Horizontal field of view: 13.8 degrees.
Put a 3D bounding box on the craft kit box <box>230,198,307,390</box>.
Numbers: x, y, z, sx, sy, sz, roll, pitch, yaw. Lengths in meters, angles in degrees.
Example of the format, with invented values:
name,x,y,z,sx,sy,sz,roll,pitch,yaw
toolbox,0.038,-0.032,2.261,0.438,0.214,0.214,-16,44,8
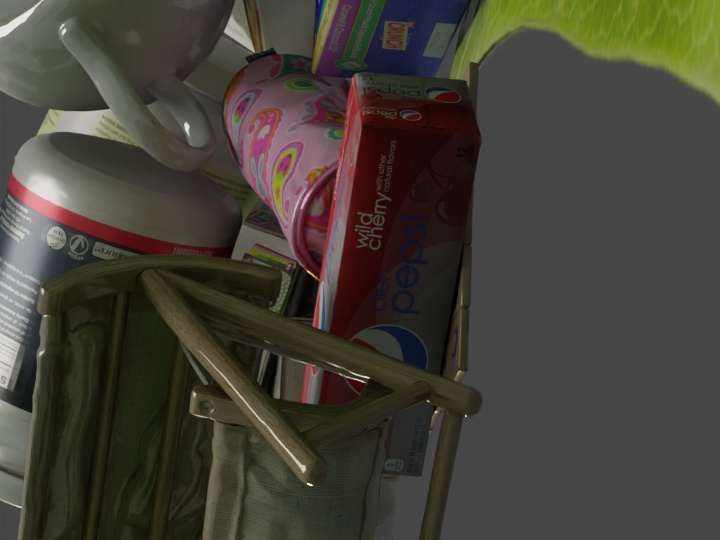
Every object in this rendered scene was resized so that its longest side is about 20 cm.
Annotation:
name,x,y,z,sx,sy,sz,roll,pitch,yaw
craft kit box,-0.071,0.052,1.794,0.200,0.048,0.199,-68,-1,-79

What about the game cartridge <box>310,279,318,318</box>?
name,x,y,z,sx,sy,sz,roll,pitch,yaw
game cartridge,0.000,0.000,1.785,0.201,0.040,0.134,103,173,-45

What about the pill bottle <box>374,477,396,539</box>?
name,x,y,z,sx,sy,sz,roll,pitch,yaw
pill bottle,-0.038,0.207,1.634,0.110,0.109,0.201,-99,16,-62

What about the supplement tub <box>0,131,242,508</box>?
name,x,y,z,sx,sy,sz,roll,pitch,yaw
supplement tub,-0.160,0.032,1.742,0.140,0.139,0.201,-112,40,-74

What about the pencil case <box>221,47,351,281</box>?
name,x,y,z,sx,sy,sz,roll,pitch,yaw
pencil case,-0.020,-0.059,1.643,0.200,0.087,0.088,-123,38,-64

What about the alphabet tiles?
name,x,y,z,sx,sy,sz,roll,pitch,yaw
alphabet tiles,0.039,0.005,1.585,0.200,0.007,0.168,114,160,-69

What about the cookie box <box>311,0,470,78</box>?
name,x,y,z,sx,sy,sz,roll,pitch,yaw
cookie box,0.022,-0.222,1.617,0.171,0.075,0.202,118,156,-74

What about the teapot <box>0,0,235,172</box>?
name,x,y,z,sx,sy,sz,roll,pitch,yaw
teapot,-0.139,-0.164,1.728,0.197,0.146,0.201,5,63,51

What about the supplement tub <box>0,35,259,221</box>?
name,x,y,z,sx,sy,sz,roll,pitch,yaw
supplement tub,-0.139,-0.054,1.869,0.201,0.144,0.145,-62,12,11

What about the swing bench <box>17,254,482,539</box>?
name,x,y,z,sx,sy,sz,roll,pitch,yaw
swing bench,-0.066,0.118,1.472,0.199,0.129,0.200,31,124,34

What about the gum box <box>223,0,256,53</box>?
name,x,y,z,sx,sy,sz,roll,pitch,yaw
gum box,-0.081,-0.236,2.051,0.114,0.066,0.200,-54,-21,-5

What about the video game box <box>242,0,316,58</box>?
name,x,y,z,sx,sy,sz,roll,pitch,yaw
video game box,-0.059,-0.229,1.754,0.201,0.046,0.183,84,176,-47

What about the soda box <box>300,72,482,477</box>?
name,x,y,z,sx,sy,sz,roll,pitch,yaw
soda box,0.013,0.003,1.518,0.070,0.063,0.201,-99,16,-62

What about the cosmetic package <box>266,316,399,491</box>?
name,x,y,z,sx,sy,sz,roll,pitch,yaw
cosmetic package,-0.026,0.123,1.750,0.200,0.073,0.104,105,169,-56

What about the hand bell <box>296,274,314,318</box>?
name,x,y,z,sx,sy,sz,roll,pitch,yaw
hand bell,-0.040,-0.030,2.007,0.200,0.103,0.105,-74,-4,-56
